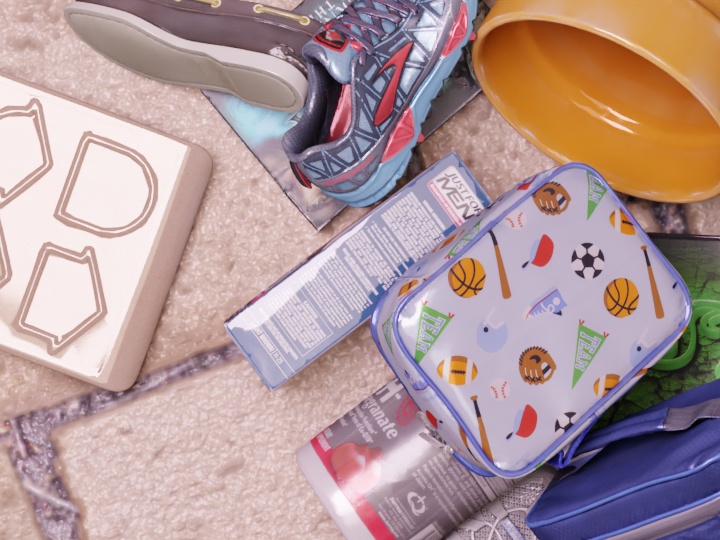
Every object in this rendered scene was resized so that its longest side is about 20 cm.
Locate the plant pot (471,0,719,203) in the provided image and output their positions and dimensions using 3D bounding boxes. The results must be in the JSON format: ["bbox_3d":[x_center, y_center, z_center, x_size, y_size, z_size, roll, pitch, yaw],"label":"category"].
[{"bbox_3d":[0.204,-0.179,1.258,0.199,0.200,0.184,31,71,-1],"label":"plant pot"}]

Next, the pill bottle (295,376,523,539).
[{"bbox_3d":[0.063,0.115,1.286,0.199,0.111,0.111,-36,91,-2],"label":"pill bottle"}]

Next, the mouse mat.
[{"bbox_3d":[0.246,0.056,1.291,0.198,0.008,0.162,3,90,24],"label":"mouse mat"}]

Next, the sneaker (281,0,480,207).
[{"bbox_3d":[0.011,-0.144,1.220,0.095,0.079,0.201,18,93,-43],"label":"sneaker"}]

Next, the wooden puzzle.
[{"bbox_3d":[-0.226,-0.032,1.313,0.199,0.046,0.187,20,90,-6],"label":"wooden puzzle"}]

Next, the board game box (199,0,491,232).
[{"bbox_3d":[0.002,-0.143,1.325,0.200,0.028,0.135,-41,90,-1],"label":"board game box"}]

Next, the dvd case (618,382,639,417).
[{"bbox_3d":[0.276,0.131,1.337,0.145,0.022,0.201,-20,90,-1],"label":"dvd case"}]

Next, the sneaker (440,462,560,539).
[{"bbox_3d":[0.080,0.218,1.300,0.200,0.082,0.075,-44,92,-3],"label":"sneaker"}]

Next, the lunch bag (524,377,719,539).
[{"bbox_3d":[0.209,0.155,1.232,0.199,0.136,0.133,-26,101,36],"label":"lunch bag"}]

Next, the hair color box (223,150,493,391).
[{"bbox_3d":[0.000,0.000,1.289,0.199,0.100,0.061,-37,92,-2],"label":"hair color box"}]

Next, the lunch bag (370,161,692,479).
[{"bbox_3d":[0.112,0.038,1.206,0.200,0.076,0.161,-39,97,-14],"label":"lunch bag"}]

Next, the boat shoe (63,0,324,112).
[{"bbox_3d":[-0.114,-0.167,1.289,0.200,0.072,0.061,19,68,22],"label":"boat shoe"}]
